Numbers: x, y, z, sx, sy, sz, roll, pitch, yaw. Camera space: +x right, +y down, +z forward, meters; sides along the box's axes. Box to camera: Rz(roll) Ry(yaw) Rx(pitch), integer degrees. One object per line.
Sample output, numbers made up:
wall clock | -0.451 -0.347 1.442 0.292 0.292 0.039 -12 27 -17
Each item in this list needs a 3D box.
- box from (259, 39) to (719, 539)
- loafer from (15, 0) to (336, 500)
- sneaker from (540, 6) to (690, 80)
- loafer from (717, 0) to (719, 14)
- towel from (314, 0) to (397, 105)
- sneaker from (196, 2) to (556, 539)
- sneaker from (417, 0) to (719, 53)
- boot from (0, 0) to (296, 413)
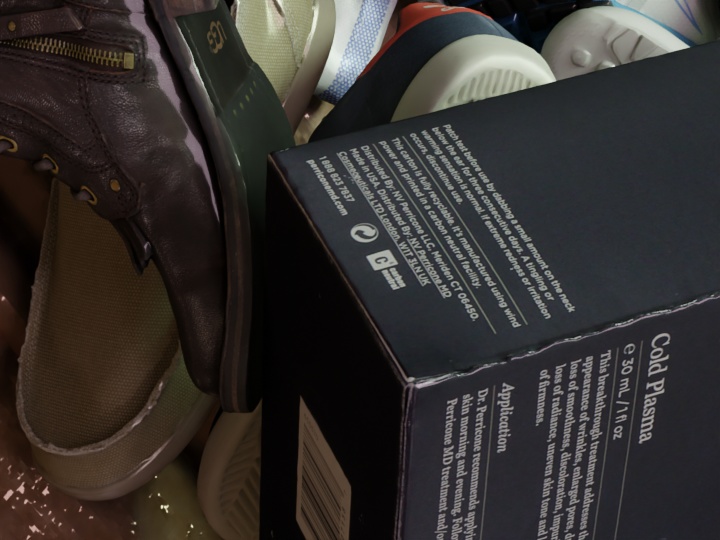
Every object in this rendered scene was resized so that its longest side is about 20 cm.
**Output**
box | 0.070 0.048 0.784 0.181 0.104 0.201 -14 135 -19
loafer | -0.073 -0.024 0.852 0.068 0.075 0.201 35 69 -53
sneaker | 0.137 -0.036 0.983 0.200 0.076 0.081 43 30 -28
loafer | 0.162 -0.132 1.001 0.072 0.073 0.200 53 18 -29
towel | -0.055 -0.160 0.913 0.199 0.024 0.148 25 77 -33
sneaker | 0.000 0.000 0.873 0.075 0.085 0.201 21 109 -29
sneaker | 0.084 -0.120 0.992 0.200 0.075 0.087 31 59 -50
boot | -0.114 -0.047 0.791 0.069 0.173 0.201 -49 130 -73
